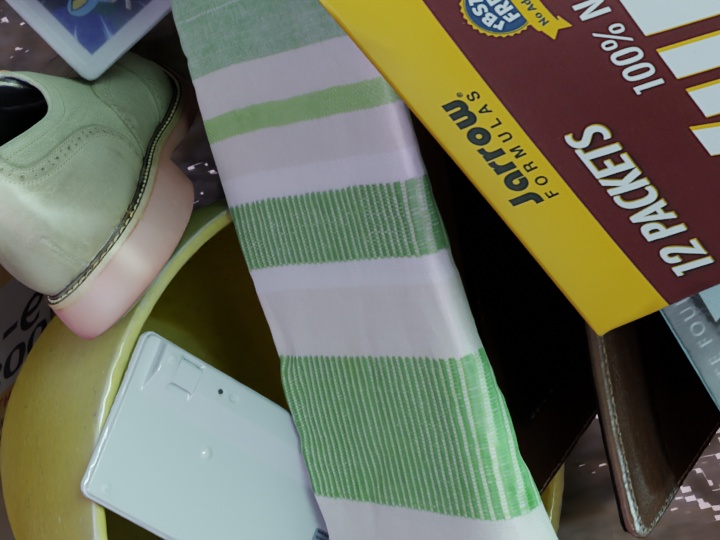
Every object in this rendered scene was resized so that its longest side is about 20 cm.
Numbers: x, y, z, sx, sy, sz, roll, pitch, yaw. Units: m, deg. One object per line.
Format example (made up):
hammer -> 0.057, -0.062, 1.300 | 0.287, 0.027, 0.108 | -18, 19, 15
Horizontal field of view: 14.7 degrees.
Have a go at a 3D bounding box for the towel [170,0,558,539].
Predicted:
towel -> 0.000, 0.000, 0.837 | 0.152, 0.023, 0.201 | -3, 105, 69

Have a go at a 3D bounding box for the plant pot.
plant pot -> -0.049, 0.068, 0.988 | 0.142, 0.200, 0.201 | 0, 119, 51

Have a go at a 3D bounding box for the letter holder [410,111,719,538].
letter holder -> 0.084, -0.014, 0.878 | 0.100, 0.142, 0.201 | 4, 118, 27

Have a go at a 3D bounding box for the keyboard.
keyboard -> -0.007, 0.088, 0.926 | 0.200, 0.057, 0.011 | 32, 166, -34

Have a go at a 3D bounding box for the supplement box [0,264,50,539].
supplement box -> -0.179, 0.053, 1.075 | 0.073, 0.126, 0.201 | 16, 125, 21

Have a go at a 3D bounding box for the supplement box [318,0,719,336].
supplement box -> 0.112, -0.126, 0.689 | 0.199, 0.198, 0.133 | -24, 126, 27

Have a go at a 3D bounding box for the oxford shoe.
oxford shoe -> -0.101, -0.048, 0.937 | 0.074, 0.200, 0.071 | 38, 99, -18

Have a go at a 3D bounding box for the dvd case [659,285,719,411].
dvd case -> 0.181, -0.028, 0.824 | 0.199, 0.022, 0.146 | -30, 109, 8

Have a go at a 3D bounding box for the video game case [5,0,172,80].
video game case -> -0.086, -0.188, 0.865 | 0.182, 0.023, 0.200 | -41, 112, 9
